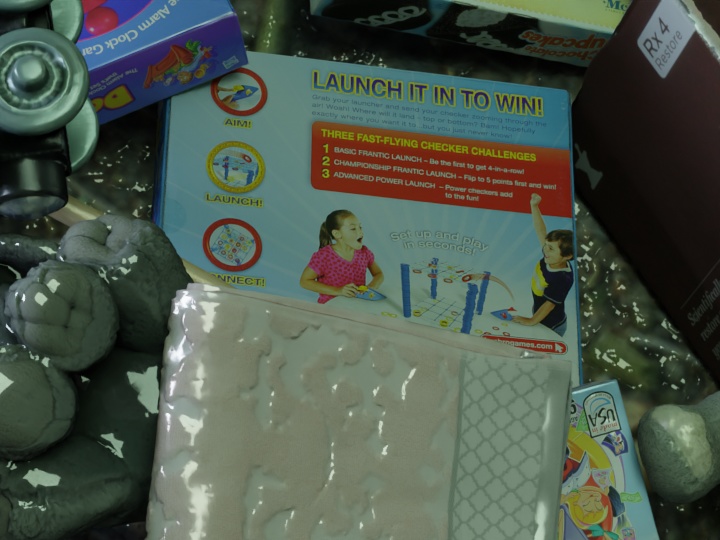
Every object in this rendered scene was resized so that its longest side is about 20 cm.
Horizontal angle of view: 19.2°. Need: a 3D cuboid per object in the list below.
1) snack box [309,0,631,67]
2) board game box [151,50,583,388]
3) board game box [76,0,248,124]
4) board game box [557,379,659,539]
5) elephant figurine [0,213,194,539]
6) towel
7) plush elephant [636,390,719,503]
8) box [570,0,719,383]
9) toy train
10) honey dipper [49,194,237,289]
[{"bbox_3d":[0.068,-0.170,1.087,0.200,0.037,0.116,8,61,-24],"label":"snack box"},{"bbox_3d":[0.000,0.000,0.996,0.200,0.056,0.196,7,62,-10],"label":"board game box"},{"bbox_3d":[-0.170,-0.120,0.988,0.200,0.045,0.134,-23,64,-6],"label":"board game box"},{"bbox_3d":[0.031,0.136,0.908,0.200,0.034,0.134,-15,88,-13],"label":"board game box"},{"bbox_3d":[-0.148,0.035,0.879,0.142,0.200,0.155,-35,116,-32],"label":"elephant figurine"},{"bbox_3d":[0.000,0.117,0.837,0.191,0.032,0.200,10,82,-32],"label":"towel"},{"bbox_3d":[0.249,0.096,0.936,0.200,0.155,0.165,-33,111,-39],"label":"plush elephant"},{"bbox_3d":[0.234,-0.076,1.027,0.200,0.166,0.164,-27,73,-24],"label":"box"},{"bbox_3d":[-0.173,-0.113,0.878,0.114,0.085,0.200,-8,75,-5],"label":"toy train"},{"bbox_3d":[-0.112,-0.018,0.924,0.200,0.038,0.038,29,60,-6],"label":"honey dipper"}]
